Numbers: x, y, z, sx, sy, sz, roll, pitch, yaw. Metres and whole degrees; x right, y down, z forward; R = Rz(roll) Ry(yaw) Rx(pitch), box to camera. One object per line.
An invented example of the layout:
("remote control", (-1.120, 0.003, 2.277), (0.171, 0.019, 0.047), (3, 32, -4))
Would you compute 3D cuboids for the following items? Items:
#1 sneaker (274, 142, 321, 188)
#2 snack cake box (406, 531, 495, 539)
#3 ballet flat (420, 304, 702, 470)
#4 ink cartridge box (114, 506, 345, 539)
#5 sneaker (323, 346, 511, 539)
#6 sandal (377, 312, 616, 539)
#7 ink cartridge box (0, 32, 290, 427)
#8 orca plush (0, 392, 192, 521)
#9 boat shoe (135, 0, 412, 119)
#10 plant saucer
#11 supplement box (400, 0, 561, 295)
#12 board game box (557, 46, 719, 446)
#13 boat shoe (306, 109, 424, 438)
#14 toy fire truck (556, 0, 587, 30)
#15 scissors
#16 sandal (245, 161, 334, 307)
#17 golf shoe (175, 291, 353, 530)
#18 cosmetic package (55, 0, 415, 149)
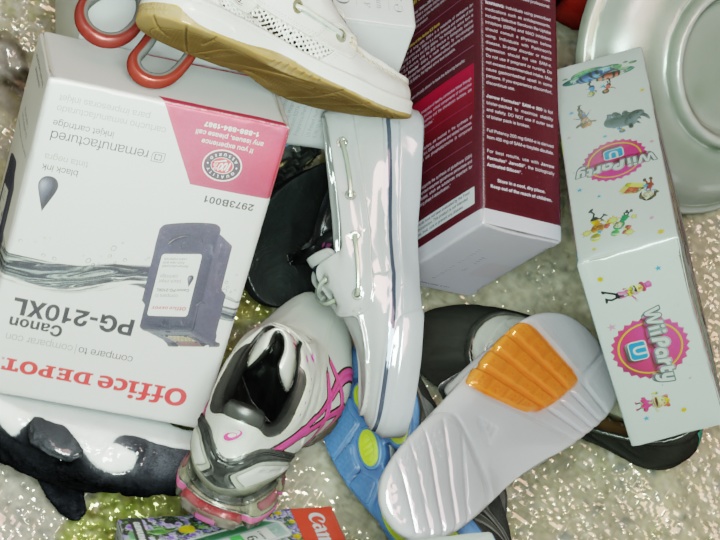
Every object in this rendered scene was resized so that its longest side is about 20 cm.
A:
("sneaker", (-0.116, -0.067, 1.671), (0.199, 0.072, 0.073), (-15, 69, -23))
("snack cake box", (0.017, 0.248, 1.534), (0.114, 0.201, 0.067), (-5, 38, -18))
("ballet flat", (0.128, 0.065, 1.696), (0.199, 0.068, 0.068), (20, 69, -8))
("ink cartridge box", (-0.039, 0.190, 1.587), (0.199, 0.051, 0.109), (-2, 32, -17))
("sneaker", (0.040, 0.130, 1.655), (0.071, 0.083, 0.200), (-36, 66, 17))
("sandal", (0.069, 0.095, 1.605), (0.206, 0.059, 0.079), (-35, 94, -37))
("ink cartridge box", (-0.139, -0.021, 1.577), (0.144, 0.084, 0.201), (11, 112, -15))
("orca plush", (-0.158, 0.113, 1.617), (0.199, 0.071, 0.105), (10, 25, -23))
("boat shoe", (-0.038, -0.139, 1.528), (0.200, 0.071, 0.070), (23, 76, -45))
("plant saucer", (0.231, -0.134, 1.754), (0.199, 0.050, 0.201), (-5, 100, -32))
("supplement box", (0.071, -0.098, 1.667), (0.061, 0.109, 0.201), (11, 67, -27))
("board game box", (0.168, -0.017, 1.643), (0.064, 0.148, 0.200), (-14, 36, 8))
("boat shoe", (0.000, 0.000, 1.613), (0.066, 0.074, 0.201), (3, 77, -8))
("toy fire truck", (0.143, -0.259, 1.754), (0.112, 0.168, 0.201), (29, 67, -5))
("scissors", (-0.099, -0.189, 1.559), (0.073, 0.014, 0.200), (28, 58, -1))
("sandal", (0.009, -0.044, 1.700), (0.200, 0.048, 0.076), (-32, 102, -23))
("golf shoe", (-0.043, 0.065, 1.589), (0.072, 0.092, 0.200), (22, 36, 3))
("cosmetic package", (-0.082, -0.193, 1.661), (0.199, 0.123, 0.200), (5, 50, -13))
